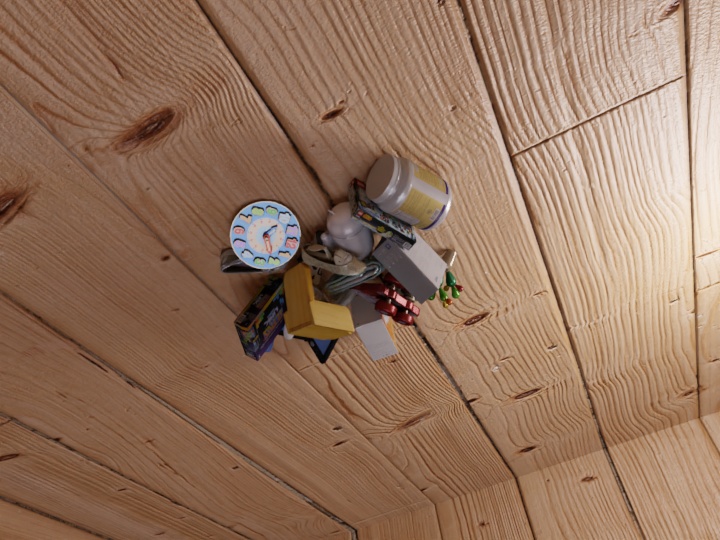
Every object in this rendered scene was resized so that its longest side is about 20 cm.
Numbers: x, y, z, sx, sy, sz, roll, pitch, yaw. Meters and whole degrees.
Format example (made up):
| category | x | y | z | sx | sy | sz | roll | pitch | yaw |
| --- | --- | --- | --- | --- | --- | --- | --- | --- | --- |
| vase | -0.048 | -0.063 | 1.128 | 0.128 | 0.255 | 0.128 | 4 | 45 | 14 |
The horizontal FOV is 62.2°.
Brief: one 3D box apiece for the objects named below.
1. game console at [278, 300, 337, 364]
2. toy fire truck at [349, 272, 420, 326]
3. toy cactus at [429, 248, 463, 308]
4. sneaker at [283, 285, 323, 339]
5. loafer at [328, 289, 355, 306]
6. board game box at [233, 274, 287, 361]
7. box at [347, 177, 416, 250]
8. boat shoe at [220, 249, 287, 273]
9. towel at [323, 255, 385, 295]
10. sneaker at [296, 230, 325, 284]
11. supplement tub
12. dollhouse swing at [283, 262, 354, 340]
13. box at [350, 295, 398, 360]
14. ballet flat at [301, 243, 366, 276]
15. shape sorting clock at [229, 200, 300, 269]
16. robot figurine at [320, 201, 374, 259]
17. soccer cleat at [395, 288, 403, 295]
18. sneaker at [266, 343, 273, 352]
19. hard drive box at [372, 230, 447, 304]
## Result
| category | x | y | z | sx | sy | sz | roll | pitch | yaw |
| --- | --- | --- | --- | --- | --- | --- | --- | --- | --- |
| game console | -0.170 | 0.198 | 1.953 | 0.116 | 0.172 | 0.202 | -14 | 146 | -37 |
| toy fire truck | 0.081 | 0.084 | 1.791 | 0.166 | 0.115 | 0.198 | 5 | 160 | 47 |
| toy cactus | 0.246 | 0.015 | 1.825 | 0.197 | 0.102 | 0.168 | 26 | 93 | -18 |
| sneaker | -0.181 | 0.138 | 1.861 | 0.079 | 0.071 | 0.204 | 27 | 109 | 2 |
| loafer | -0.068 | 0.092 | 1.855 | 0.069 | 0.070 | 0.202 | 35 | 88 | 5 |
| board game box | -0.290 | 0.143 | 1.809 | 0.055 | 0.202 | 0.168 | 18 | 143 | 22 |
| box | 0.057 | -0.150 | 1.594 | 0.197 | 0.139 | 0.040 | 27 | 124 | -27 |
| boat shoe | -0.306 | -0.019 | 1.728 | 0.196 | 0.066 | 0.075 | 4 | 137 | -16 |
| towel | 0.000 | 0.000 | 1.736 | 0.196 | 0.171 | 0.049 | -22 | 99 | 24 |
| sneaker | -0.144 | -0.035 | 1.739 | 0.078 | 0.075 | 0.203 | 6 | 134 | -12 |
| supplement tub | 0.126 | -0.204 | 1.558 | 0.197 | 0.148 | 0.146 | 22 | 129 | -30 |
| dollhouse swing | -0.125 | 0.093 | 1.741 | 0.178 | 0.181 | 0.199 | 12 | 161 | -26 |
| box | 0.047 | 0.182 | 1.966 | 0.095 | 0.127 | 0.202 | -18 | 137 | 9 |
| ballet flat | -0.079 | -0.033 | 1.626 | 0.195 | 0.068 | 0.063 | 10 | 138 | 21 |
| shape sorting clock | -0.261 | -0.095 | 1.645 | 0.194 | 0.039 | 0.205 | -7 | 120 | -13 |
| robot figurine | -0.027 | -0.107 | 1.653 | 0.166 | 0.114 | 0.202 | -27 | 137 | -2 |
| soccer cleat | 0.127 | 0.023 | 1.848 | 0.067 | 0.079 | 0.203 | -9 | 137 | -1 |
| sneaker | -0.326 | 0.209 | 1.946 | 0.076 | 0.091 | 0.203 | -8 | 137 | 0 |
| hard drive box | 0.142 | -0.031 | 1.677 | 0.200 | 0.156 | 0.077 | 45 | 121 | -6 |
